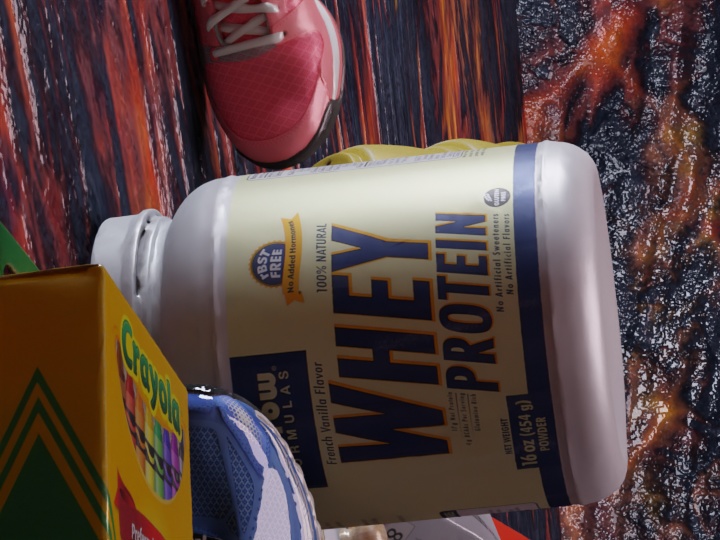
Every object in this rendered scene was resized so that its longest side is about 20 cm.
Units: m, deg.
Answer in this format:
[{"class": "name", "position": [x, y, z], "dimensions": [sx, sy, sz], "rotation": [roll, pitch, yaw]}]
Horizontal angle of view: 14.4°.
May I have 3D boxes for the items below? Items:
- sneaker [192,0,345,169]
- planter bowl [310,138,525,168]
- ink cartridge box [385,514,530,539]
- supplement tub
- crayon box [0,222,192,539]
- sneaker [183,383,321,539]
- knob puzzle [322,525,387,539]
[{"class": "sneaker", "position": [-0.062, -0.147, 1.368], "dimensions": [0.087, 0.073, 0.202], "rotation": [23, 56, -65]}, {"class": "planter bowl", "position": [0.000, 0.000, 1.422], "dimensions": [0.083, 0.200, 0.201], "rotation": [34, 33, -22]}, {"class": "ink cartridge box", "position": [0.060, 0.130, 1.499], "dimensions": [0.057, 0.199, 0.163], "rotation": [-57, -159, 16]}, {"class": "supplement tub", "position": [0.002, 0.029, 1.140], "dimensions": [0.145, 0.198, 0.146], "rotation": [-6, 90, -82]}, {"class": "crayon box", "position": [-0.093, 0.085, 0.961], "dimensions": [0.127, 0.050, 0.201], "rotation": [64, 21, -67]}, {"class": "sneaker", "position": [-0.058, 0.142, 1.047], "dimensions": [0.089, 0.078, 0.202], "rotation": [11, 78, -80]}, {"class": "knob puzzle", "position": [0.003, 0.174, 1.214], "dimensions": [0.220, 0.030, 0.221], "rotation": [-17, 90, -79]}]
